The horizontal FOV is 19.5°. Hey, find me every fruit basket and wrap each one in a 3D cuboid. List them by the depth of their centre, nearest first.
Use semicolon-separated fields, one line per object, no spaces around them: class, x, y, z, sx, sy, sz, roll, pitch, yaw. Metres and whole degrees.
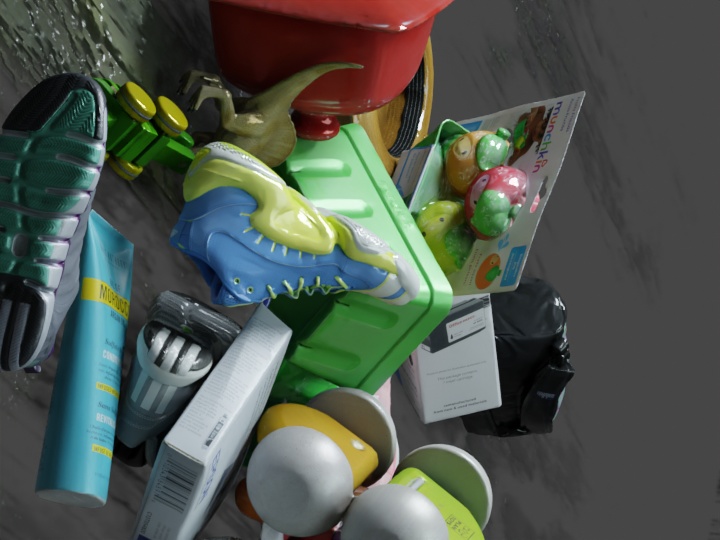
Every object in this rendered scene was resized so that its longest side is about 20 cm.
fruit basket;0.000;0.000;1.716;0.156;0.216;0.216;-48;176;30
fruit basket;-0.062;0.173;1.780;0.185;0.093;0.202;-55;160;-62
fruit basket;0.098;-0.063;1.789;0.093;0.200;0.187;28;72;-22

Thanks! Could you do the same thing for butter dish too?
butter dish;-0.032;-0.174;1.645;0.200;0.197;0.149;-45;143;-62

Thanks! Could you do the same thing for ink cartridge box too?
ink cartridge box;-0.107;0.125;1.582;0.201;0.040;0.200;-58;174;-41
ink cartridge box;0.068;0.019;1.991;0.145;0.083;0.202;-120;-160;-61

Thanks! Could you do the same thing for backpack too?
backpack;0.155;0.091;2.222;0.201;0.165;0.128;74;24;-53

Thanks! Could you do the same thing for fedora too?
fedora;0.004;-0.163;1.877;0.200;0.081;0.203;4;90;-71

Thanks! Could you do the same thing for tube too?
tube;-0.192;0.064;1.491;0.077;0.050;0.202;57;37;-68

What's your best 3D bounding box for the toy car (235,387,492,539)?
toy car;-0.006;0.194;1.599;0.151;0.199;0.175;-64;168;19

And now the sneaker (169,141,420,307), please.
sneaker;-0.056;-0.005;1.542;0.106;0.199;0.076;-59;-163;-4

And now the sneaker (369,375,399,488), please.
sneaker;-0.009;0.117;1.910;0.105;0.075;0.202;51;40;-66

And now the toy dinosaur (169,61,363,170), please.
toy dinosaur;-0.088;-0.116;1.591;0.100;0.200;0.059;23;35;-25

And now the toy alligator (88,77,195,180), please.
toy alligator;-0.156;-0.102;1.516;0.054;0.059;0.200;57;18;26

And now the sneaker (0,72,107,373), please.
sneaker;-0.212;-0.030;1.401;0.088;0.074;0.202;48;59;-79

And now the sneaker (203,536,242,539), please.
sneaker;-0.096;0.244;1.526;0.200;0.088;0.076;-35;112;-70

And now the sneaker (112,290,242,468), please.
sneaker;-0.152;0.087;1.580;0.116;0.075;0.200;-62;176;11
